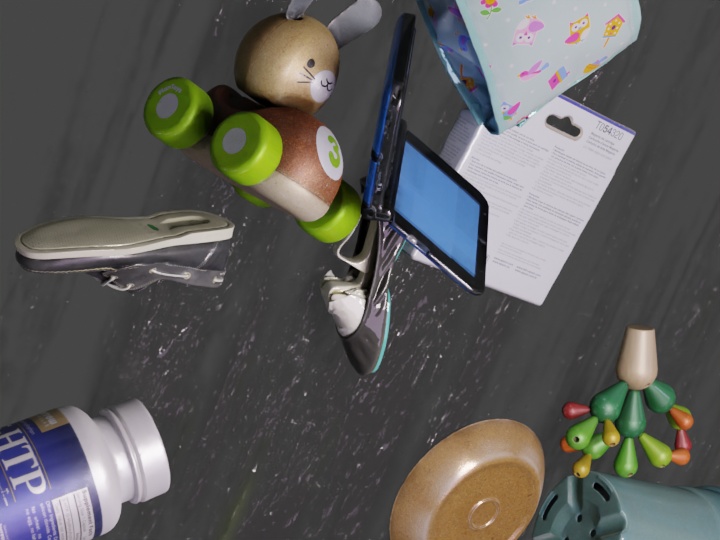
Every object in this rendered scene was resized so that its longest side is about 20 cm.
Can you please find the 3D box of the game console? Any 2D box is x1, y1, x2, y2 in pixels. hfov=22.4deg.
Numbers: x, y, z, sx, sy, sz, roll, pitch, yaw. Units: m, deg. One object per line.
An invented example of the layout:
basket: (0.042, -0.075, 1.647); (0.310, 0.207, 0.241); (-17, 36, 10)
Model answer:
game console: (0.068, -0.104, 1.560); (0.118, 0.200, 0.172); (11, 117, -1)

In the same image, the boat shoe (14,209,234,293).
boat shoe: (-0.199, -0.009, 1.544); (0.199, 0.072, 0.068); (-4, 117, -35)

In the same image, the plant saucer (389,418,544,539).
plant saucer: (0.125, 0.254, 1.966); (0.199, 0.035, 0.201); (-18, 128, -24)

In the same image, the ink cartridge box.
ink cartridge box: (0.150, -0.080, 1.755); (0.196, 0.043, 0.201); (20, 101, -43)

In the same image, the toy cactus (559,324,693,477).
toy cactus: (0.294, 0.141, 1.986); (0.199, 0.102, 0.166); (-1, 101, -31)

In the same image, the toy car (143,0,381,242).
toy car: (-0.051, -0.153, 1.510); (0.201, 0.157, 0.164); (-60, 145, -3)

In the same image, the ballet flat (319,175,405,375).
ballet flat: (0.000, 0.000, 1.698); (0.068, 0.068, 0.201); (6, 105, -26)

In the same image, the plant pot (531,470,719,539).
plant pot: (0.309, 0.319, 2.041); (0.195, 0.200, 0.201); (20, 107, -33)

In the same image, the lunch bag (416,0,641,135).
lunch bag: (0.145, -0.236, 1.597); (0.170, 0.122, 0.200); (-36, 127, -10)

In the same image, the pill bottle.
pill bottle: (-0.275, 0.186, 1.589); (0.199, 0.120, 0.120); (-20, 129, -23)
